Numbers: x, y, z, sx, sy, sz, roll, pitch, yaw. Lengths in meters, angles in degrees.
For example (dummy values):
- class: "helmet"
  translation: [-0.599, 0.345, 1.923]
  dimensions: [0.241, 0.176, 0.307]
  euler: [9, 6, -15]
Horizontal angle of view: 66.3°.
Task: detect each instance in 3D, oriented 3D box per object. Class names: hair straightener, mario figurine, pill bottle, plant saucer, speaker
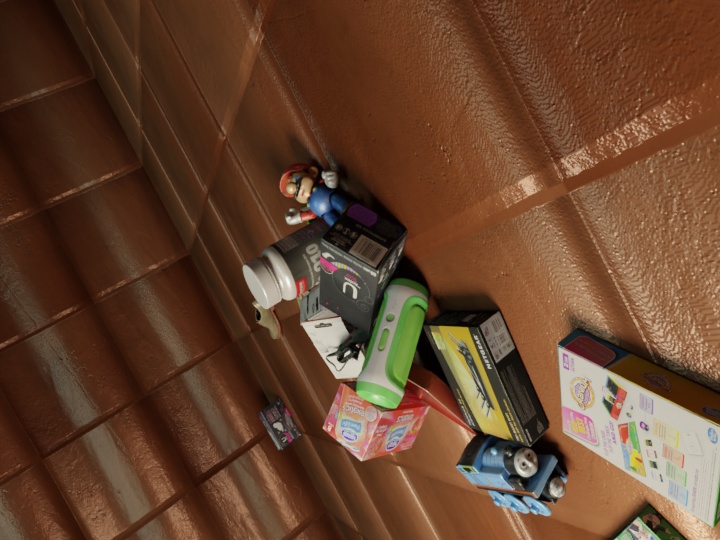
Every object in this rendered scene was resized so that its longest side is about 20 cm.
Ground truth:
- class: "hair straightener"
  translation: [-0.020, 0.154, 1.148]
  dimensions: [0.040, 0.078, 0.199]
  euler: [32, 133, -18]
- class: "mario figurine"
  translation: [-0.093, -0.136, 1.058]
  dimensions: [0.199, 0.124, 0.106]
  euler: [39, 173, 30]
- class: "pill bottle"
  translation: [-0.128, -0.014, 1.105]
  dimensions: [0.114, 0.197, 0.116]
  euler: [43, 151, 31]
- class: "plant saucer"
  translation: [0.124, 0.219, 1.027]
  dimensions: [0.199, 0.037, 0.198]
  euler: [44, 167, -32]
- class: "speaker"
  translation: [0.056, 0.120, 0.930]
  dimensions: [0.086, 0.205, 0.089]
  euler: [16, 158, 7]

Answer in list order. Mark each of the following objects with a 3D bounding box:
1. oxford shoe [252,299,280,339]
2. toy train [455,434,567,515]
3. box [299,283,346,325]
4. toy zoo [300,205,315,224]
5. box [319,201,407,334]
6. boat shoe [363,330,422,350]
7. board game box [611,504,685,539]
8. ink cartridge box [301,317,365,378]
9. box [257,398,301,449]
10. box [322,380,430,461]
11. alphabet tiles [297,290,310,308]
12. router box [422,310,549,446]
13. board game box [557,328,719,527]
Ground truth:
- class: "oxford shoe"
  translation: [-0.332, 0.168, 1.922]
  dimensions: [0.070, 0.074, 0.205]
  euler: [32, 143, 45]
- class: "toy train"
  translation: [0.244, 0.329, 0.897]
  dimensions: [0.114, 0.087, 0.200]
  euler: [42, 156, -3]
- class: "box"
  translation: [-0.058, 0.075, 1.204]
  dimensions: [0.200, 0.113, 0.062]
  euler: [143, 125, -67]
- class: "toy zoo"
  translation: [-0.058, -0.054, 1.193]
  dimensions: [0.130, 0.020, 0.205]
  euler: [-6, 111, 64]
- class: "box"
  translation: [0.000, 0.000, 0.994]
  dimensions: [0.120, 0.107, 0.203]
  euler: [29, 147, 16]
- class: "boat shoe"
  translation: [0.075, 0.131, 1.087]
  dimensions: [0.066, 0.074, 0.200]
  euler: [29, 154, -13]
- class: "board game box"
  translation: [0.410, 0.424, 0.762]
  dimensions: [0.134, 0.029, 0.203]
  euler: [44, 151, 32]
- class: "ink cartridge box"
  translation: [-0.044, 0.164, 1.257]
  dimensions: [0.106, 0.051, 0.203]
  euler: [-9, 129, 25]
- class: "box"
  translation: [-0.383, 0.723, 2.586]
  dimensions: [0.203, 0.113, 0.132]
  euler: [58, 156, 7]
- class: "box"
  translation: [0.034, 0.270, 1.022]
  dimensions: [0.101, 0.097, 0.198]
  euler: [29, -173, 31]
- class: "alphabet tiles"
  translation: [-0.128, 0.124, 1.548]
  dimensions: [0.199, 0.007, 0.171]
  euler: [32, 143, 49]
- class: "router box"
  translation: [0.196, 0.165, 0.882]
  dimensions: [0.204, 0.051, 0.156]
  euler: [65, 156, -7]
- class: "board game box"
  translation: [0.326, 0.176, 0.645]
  dimensions: [0.198, 0.040, 0.157]
  euler: [30, 141, 51]
